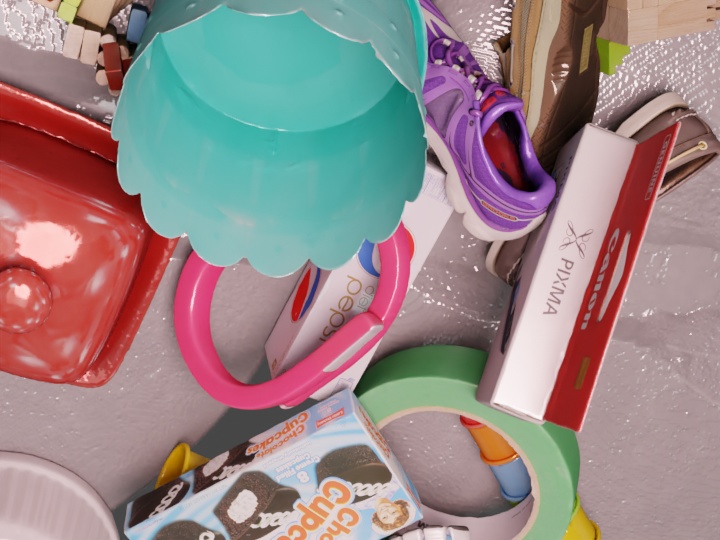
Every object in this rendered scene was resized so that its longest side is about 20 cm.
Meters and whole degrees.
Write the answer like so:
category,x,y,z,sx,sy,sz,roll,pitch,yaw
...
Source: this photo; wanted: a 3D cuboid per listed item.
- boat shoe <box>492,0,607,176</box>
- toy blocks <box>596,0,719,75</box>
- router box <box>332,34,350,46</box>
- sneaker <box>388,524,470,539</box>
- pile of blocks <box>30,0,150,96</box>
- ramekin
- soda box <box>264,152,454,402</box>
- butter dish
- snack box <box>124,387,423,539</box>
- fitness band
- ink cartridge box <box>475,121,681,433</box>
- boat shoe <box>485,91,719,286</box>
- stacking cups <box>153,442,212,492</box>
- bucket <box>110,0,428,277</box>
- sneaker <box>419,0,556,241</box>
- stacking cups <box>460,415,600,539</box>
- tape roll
category,x,y,z,sx,sy,sz,roll,pitch,yaw
boat shoe,0.132,-0.154,0.880,0.071,0.076,0.202,-29,138,-37
toy blocks,0.235,-0.251,0.855,0.135,0.100,0.202,-14,114,-18
router box,-0.011,-0.272,0.776,0.149,0.051,0.201,-40,127,-5
sneaker,0.003,0.268,0.937,0.199,0.088,0.075,-26,150,27
pile of blocks,-0.166,-0.162,0.817,0.082,0.062,0.200,-40,113,6
ramekin,-0.290,0.252,0.934,0.200,0.094,0.205,-4,112,-9
soda box,0.000,0.000,0.908,0.063,0.068,0.201,25,104,-19
butter dish,-0.230,-0.004,0.819,0.198,0.148,0.201,22,106,-18
snack box,-0.065,0.184,0.912,0.199,0.037,0.117,-28,118,8
fitness band,-0.052,0.013,0.868,0.199,0.037,0.145,-38,69,22
ink cartridge box,0.138,0.002,0.794,0.044,0.176,0.202,19,85,-1
boat shoe,0.186,-0.051,0.918,0.199,0.060,0.072,-40,154,3
stacking cups,-0.070,0.208,0.978,0.199,0.061,0.061,28,103,-19
bucket,-0.051,-0.114,0.753,0.204,0.136,0.209,2,136,2
sneaker,0.078,-0.121,0.837,0.080,0.083,0.201,-30,83,-28
stacking cups,0.131,0.159,1.002,0.060,0.061,0.201,-32,108,2
tape roll,0.073,0.156,0.948,0.198,0.048,0.202,9,121,14
